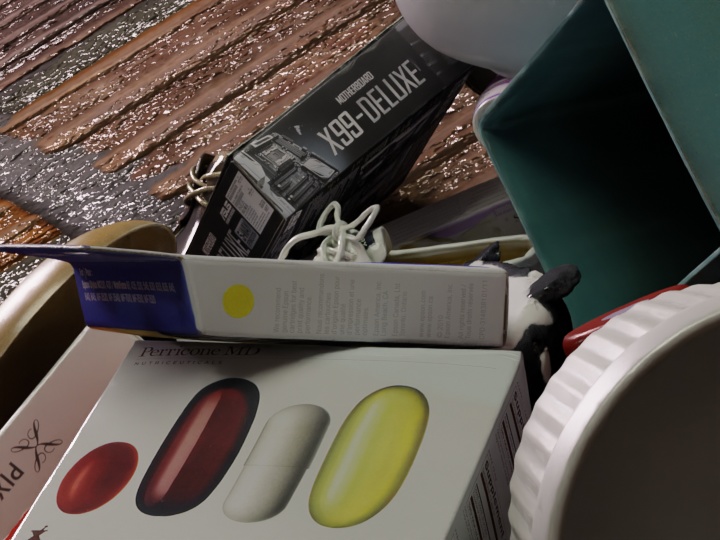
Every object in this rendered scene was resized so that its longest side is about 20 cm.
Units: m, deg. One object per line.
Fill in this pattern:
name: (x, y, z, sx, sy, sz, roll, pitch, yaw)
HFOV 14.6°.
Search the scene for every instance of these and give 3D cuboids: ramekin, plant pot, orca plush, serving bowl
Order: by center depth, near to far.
ramekin: (0.152, 0.098, 1.107, 0.200, 0.201, 0.105, -29, 14, -7)
orca plush: (0.069, 0.049, 1.369, 0.105, 0.071, 0.200, -35, 11, -7)
plant pot: (0.194, -0.066, 1.394, 0.199, 0.142, 0.141, -15, -19, -30)
serving bowl: (0.114, -0.139, 1.505, 0.199, 0.066, 0.200, -1, 14, 0)
plant pot: (-0.175, 0.049, 1.549, 0.027, 0.200, 0.200, 37, 55, 14)

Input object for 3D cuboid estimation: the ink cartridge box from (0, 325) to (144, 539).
ink cartridge box: (-0.177, 0.108, 1.433, 0.200, 0.045, 0.176, -52, 4, -10)

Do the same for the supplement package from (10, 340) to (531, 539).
supplement package: (-0.032, 0.145, 1.196, 0.190, 0.148, 0.200, 0, 32, 19)

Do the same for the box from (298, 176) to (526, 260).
box: (0.060, -0.020, 1.610, 0.199, 0.039, 0.041, -23, 24, 6)

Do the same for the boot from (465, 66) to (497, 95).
boot: (0.160, -0.112, 1.587, 0.199, 0.075, 0.097, -2, 20, -12)

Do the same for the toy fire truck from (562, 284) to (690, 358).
toy fire truck: (0.175, 0.051, 1.304, 0.199, 0.113, 0.168, -25, 0, 1)

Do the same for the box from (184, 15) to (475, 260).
box: (-0.022, -0.057, 1.622, 0.158, 0.050, 0.200, -41, -7, -22)

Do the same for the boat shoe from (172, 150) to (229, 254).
boat shoe: (-0.080, -0.042, 1.747, 0.200, 0.074, 0.074, -40, 28, -28)

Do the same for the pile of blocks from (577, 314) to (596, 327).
pile of blocks: (0.138, 0.000, 1.467, 0.082, 0.062, 0.200, -19, 26, 15)

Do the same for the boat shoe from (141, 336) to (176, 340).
boat shoe: (-0.091, 0.078, 1.535, 0.091, 0.071, 0.200, -17, 20, 24)

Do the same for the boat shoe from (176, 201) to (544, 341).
boat shoe: (0.001, 0.002, 1.485, 0.201, 0.086, 0.075, -1, 26, -1)

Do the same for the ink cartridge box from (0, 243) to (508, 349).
ink cartridge box: (-0.059, 0.014, 1.308, 0.199, 0.047, 0.198, 1, 0, -20)

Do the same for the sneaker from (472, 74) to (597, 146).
sneaker: (0.158, -0.071, 1.508, 0.200, 0.073, 0.114, 2, 10, 12)
